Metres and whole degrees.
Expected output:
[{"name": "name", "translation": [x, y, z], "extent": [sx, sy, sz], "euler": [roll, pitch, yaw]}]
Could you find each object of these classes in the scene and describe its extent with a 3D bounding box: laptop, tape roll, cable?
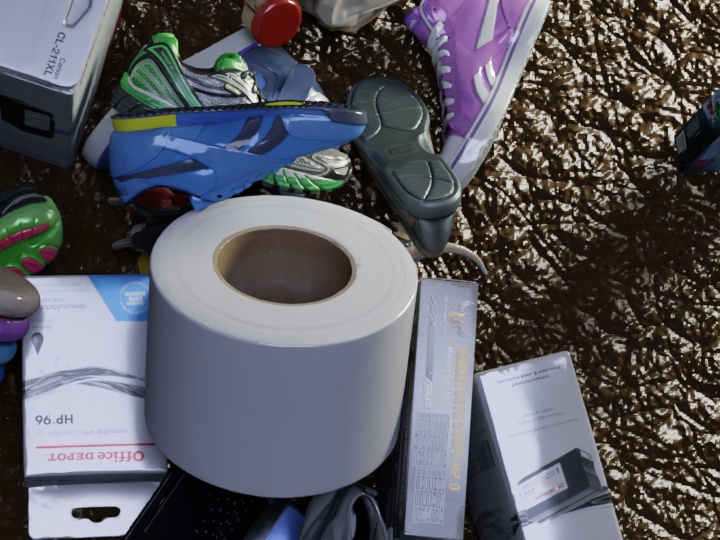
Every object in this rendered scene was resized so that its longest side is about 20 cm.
[{"name": "laptop", "translation": [-0.094, 0.248, 1.508], "extent": [0.103, 0.200, 0.178], "euler": [22, 69, 35]}, {"name": "tape roll", "translation": [-0.062, 0.053, 1.452], "extent": [0.200, 0.140, 0.203], "euler": [4, 34, -3]}, {"name": "cable", "translation": [-0.116, -0.047, 1.564], "extent": [0.198, 0.050, 0.098], "euler": [-8, 96, 13]}]

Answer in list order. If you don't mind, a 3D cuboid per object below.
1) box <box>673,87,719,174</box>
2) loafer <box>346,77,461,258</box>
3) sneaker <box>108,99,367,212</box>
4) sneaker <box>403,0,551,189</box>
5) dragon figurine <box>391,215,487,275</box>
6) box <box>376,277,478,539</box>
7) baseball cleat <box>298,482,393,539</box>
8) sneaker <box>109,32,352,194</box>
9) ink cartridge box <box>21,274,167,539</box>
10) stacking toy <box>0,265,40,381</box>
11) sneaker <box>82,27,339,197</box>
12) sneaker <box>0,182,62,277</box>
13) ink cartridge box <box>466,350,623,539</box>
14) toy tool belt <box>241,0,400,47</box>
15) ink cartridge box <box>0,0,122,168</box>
[{"name": "box", "translation": [0.358, -0.133, 1.620], "extent": [0.135, 0.200, 0.038], "euler": [-6, 77, -10]}, {"name": "loafer", "translation": [0.031, -0.086, 1.596], "extent": [0.071, 0.063, 0.201], "euler": [-8, 37, -11]}, {"name": "sneaker", "translation": [-0.092, -0.088, 1.472], "extent": [0.198, 0.066, 0.079], "euler": [-5, 97, -2]}, {"name": "sneaker", "translation": [0.078, -0.166, 1.656], "extent": [0.113, 0.073, 0.202], "euler": [23, 64, 0]}, {"name": "dragon figurine", "translation": [0.000, 0.000, 1.605], "extent": [0.198, 0.099, 0.059], "euler": [-9, 76, -31]}, {"name": "box", "translation": [0.051, 0.120, 1.534], "extent": [0.048, 0.158, 0.202], "euler": [6, 75, -8]}, {"name": "baseball cleat", "translation": [-0.025, 0.262, 1.484], "extent": [0.069, 0.106, 0.202], "euler": [9, 85, -21]}, {"name": "sneaker", "translation": [-0.093, -0.121, 1.531], "extent": [0.199, 0.078, 0.086], "euler": [26, 95, -12]}, {"name": "ink cartridge box", "translation": [-0.211, 0.108, 1.541], "extent": [0.115, 0.068, 0.202], "euler": [-1, 77, -9]}, {"name": "stacking toy", "translation": [-0.319, 0.094, 1.498], "extent": [0.085, 0.085, 0.202], "euler": [21, 99, -3]}, {"name": "sneaker", "translation": [-0.112, -0.101, 1.599], "extent": [0.199, 0.081, 0.147], "euler": [-34, 80, -20]}, {"name": "sneaker", "translation": [-0.335, -0.013, 1.557], "extent": [0.198, 0.077, 0.084], "euler": [-18, 39, -3]}, {"name": "ink cartridge box", "translation": [0.139, 0.181, 1.540], "extent": [0.083, 0.145, 0.202], "euler": [-13, 80, -12]}, {"name": "toy tool belt", "translation": [-0.035, -0.266, 1.644], "extent": [0.199, 0.126, 0.123], "euler": [-28, 49, -20]}, {"name": "ink cartridge box", "translation": [-0.244, -0.186, 1.537], "extent": [0.082, 0.200, 0.147], "euler": [18, 74, -4]}]
